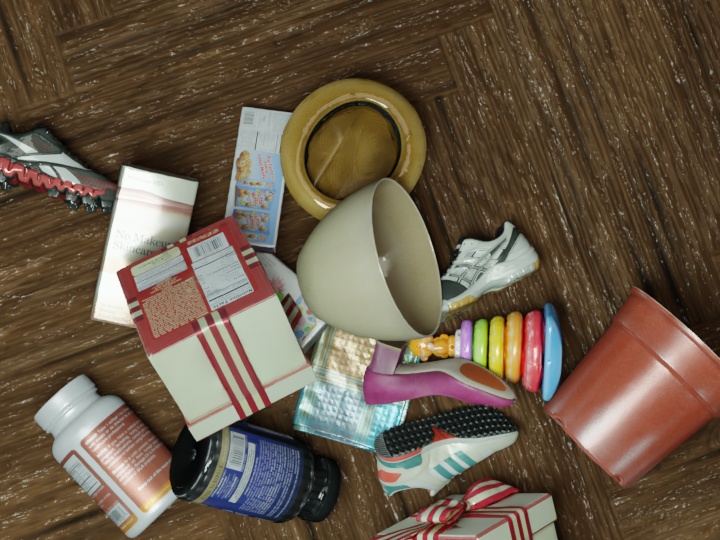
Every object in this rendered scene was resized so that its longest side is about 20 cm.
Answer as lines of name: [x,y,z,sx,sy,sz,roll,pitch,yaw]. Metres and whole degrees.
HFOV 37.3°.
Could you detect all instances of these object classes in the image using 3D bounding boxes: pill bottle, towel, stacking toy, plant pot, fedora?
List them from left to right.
pill bottle: [-0.319,0.234,1.367,0.112,0.112,0.200,-43,89,-4]
pill bottle: [-0.129,0.255,1.344,0.200,0.112,0.112,22,85,-29]
fedora: [-0.012,-0.153,1.420,0.200,0.082,0.201,0,84,-4]
plant pot: [0.000,0.000,1.320,0.134,0.200,0.201,-16,87,22]
towel: [0.002,0.137,1.431,0.146,0.022,0.200,16,86,-2]
stacking toy: [0.163,0.103,1.407,0.199,0.110,0.116,1,101,8]
plant pot: [0.354,0.159,1.367,0.201,0.201,0.195,44,93,1]

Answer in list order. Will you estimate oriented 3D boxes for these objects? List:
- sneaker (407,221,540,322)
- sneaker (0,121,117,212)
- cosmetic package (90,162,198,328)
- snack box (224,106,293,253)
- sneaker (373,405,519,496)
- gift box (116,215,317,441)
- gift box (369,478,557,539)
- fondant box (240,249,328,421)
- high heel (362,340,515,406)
sneaker: [0.138,0.004,1.424,0.200,0.076,0.088,-27,81,-15]
sneaker: [-0.403,-0.140,1.409,0.200,0.071,0.098,17,76,-8]
cosmetic package: [-0.279,-0.030,1.376,0.103,0.087,0.201,11,95,-13]
snack box: [-0.135,-0.122,1.413,0.072,0.024,0.200,7,68,-3]
sneaker: [0.113,0.245,1.414,0.199,0.070,0.094,-10,121,-17]
gift box: [-0.166,0.063,1.278,0.184,0.187,0.200,-23,44,-4]
gift box: [0.127,0.370,1.320,0.200,0.184,0.187,-11,91,38]
fondant box: [-0.147,0.083,1.403,0.144,0.058,0.200,41,87,8]
high heel: [0.099,0.158,1.373,0.200,0.067,0.096,21,113,24]
